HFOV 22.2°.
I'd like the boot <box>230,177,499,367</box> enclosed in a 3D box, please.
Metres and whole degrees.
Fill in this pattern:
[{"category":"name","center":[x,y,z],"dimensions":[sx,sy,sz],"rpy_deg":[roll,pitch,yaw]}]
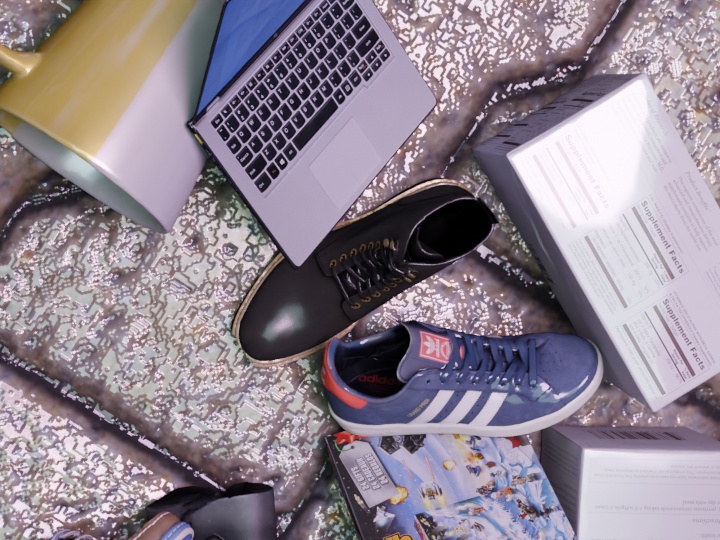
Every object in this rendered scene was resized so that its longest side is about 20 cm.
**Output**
[{"category":"boot","center":[0.000,0.000,1.269],"dimensions":[0.200,0.138,0.078],"rpy_deg":[-38,97,-2]}]

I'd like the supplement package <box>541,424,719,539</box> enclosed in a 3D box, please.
[{"category":"supplement package","center":[0.193,0.218,1.320],"dimensions":[0.116,0.117,0.201],"rpy_deg":[3,93,-9]}]

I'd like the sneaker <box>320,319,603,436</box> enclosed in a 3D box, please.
[{"category":"sneaker","center":[0.067,0.068,1.278],"dimensions":[0.199,0.085,0.075],"rpy_deg":[-10,51,10]}]

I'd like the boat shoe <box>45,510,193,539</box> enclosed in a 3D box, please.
[{"category":"boat shoe","center":[-0.204,0.220,1.274],"dimensions":[0.200,0.072,0.073],"rpy_deg":[-40,82,15]}]

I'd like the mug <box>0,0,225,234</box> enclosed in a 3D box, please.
[{"category":"mug","center":[-0.155,-0.135,1.229],"dimensions":[0.149,0.187,0.154],"rpy_deg":[30,80,28]}]

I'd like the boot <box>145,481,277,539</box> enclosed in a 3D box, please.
[{"category":"boot","center":[-0.058,0.248,1.298],"dimensions":[0.164,0.066,0.201],"rpy_deg":[-8,89,10]}]

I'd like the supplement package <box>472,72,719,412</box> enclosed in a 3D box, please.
[{"category":"supplement package","center":[0.183,-0.025,1.281],"dimensions":[0.111,0.156,0.201],"rpy_deg":[-30,98,-2]}]

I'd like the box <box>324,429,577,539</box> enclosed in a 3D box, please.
[{"category":"box","center":[0.067,0.174,1.270],"dimensions":[0.136,0.200,0.040],"rpy_deg":[-18,133,-5]}]

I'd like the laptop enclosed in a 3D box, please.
[{"category":"laptop","center":[-0.014,-0.139,1.209],"dimensions":[0.187,0.116,0.200],"rpy_deg":[-50,117,-32]}]
